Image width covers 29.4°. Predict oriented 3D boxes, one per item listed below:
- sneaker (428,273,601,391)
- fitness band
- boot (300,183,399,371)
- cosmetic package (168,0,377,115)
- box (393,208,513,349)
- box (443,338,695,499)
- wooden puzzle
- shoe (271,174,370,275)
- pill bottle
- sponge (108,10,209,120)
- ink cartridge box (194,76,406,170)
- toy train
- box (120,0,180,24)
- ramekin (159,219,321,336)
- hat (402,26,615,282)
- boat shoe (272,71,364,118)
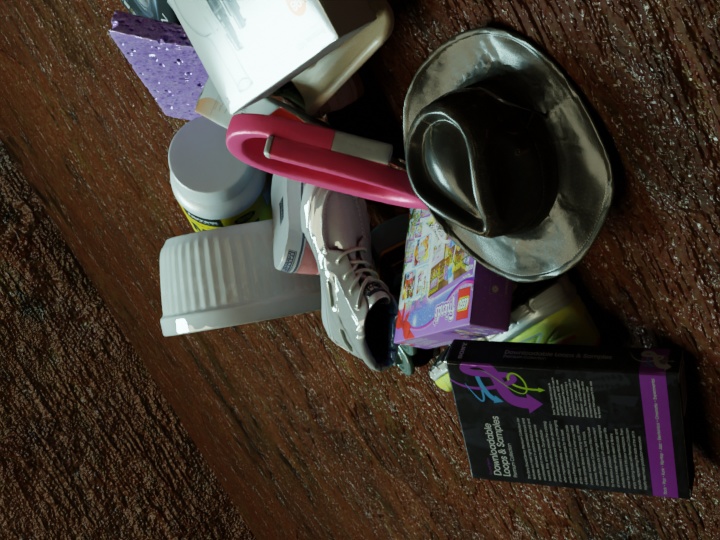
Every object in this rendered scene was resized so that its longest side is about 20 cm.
[{"bbox_3d":[0.138,0.077,1.241,0.090,0.078,0.200,46,141,-6],"label":"sneaker"},{"bbox_3d":[-0.024,-0.094,1.221,0.198,0.038,0.144,16,175,4],"label":"fitness band"},{"bbox_3d":[0.000,0.000,1.336,0.095,0.073,0.202,36,143,50],"label":"boot"},{"bbox_3d":[-0.087,-0.236,1.163,0.199,0.051,0.152,-23,99,56],"label":"cosmetic package"},{"bbox_3d":[0.084,-0.007,1.218,0.200,0.039,0.139,158,121,-72],"label":"box"},{"bbox_3d":[0.179,0.125,1.169,0.198,0.036,0.144,2,129,21],"label":"box"},{"bbox_3d":[-0.051,-0.257,1.196,0.201,0.046,0.185,58,151,1],"label":"wooden puzzle"},{"bbox_3d":[-0.043,-0.071,1.460,0.072,0.090,0.202,118,158,-43],"label":"shoe"},{"bbox_3d":[-0.161,-0.100,1.619,0.114,0.114,0.200,48,172,16],"label":"pill bottle"},{"bbox_3d":[-0.193,-0.217,1.515,0.110,0.030,0.200,12,163,15],"label":"sponge"},{"bbox_3d":[-0.045,-0.120,1.322,0.161,0.051,0.200,20,-169,-41],"label":"ink cartridge box"},{"bbox_3d":[0.053,0.028,1.435,0.115,0.085,0.201,59,167,23],"label":"toy train"},{"bbox_3d":[-0.223,-0.312,1.555,0.201,0.043,0.160,53,162,3],"label":"box"},{"bbox_3d":[-0.131,0.005,1.528,0.200,0.198,0.106,172,88,-70],"label":"ramekin"},{"bbox_3d":[0.091,-0.078,1.039,0.199,0.081,0.203,16,117,35],"label":"hat"},{"bbox_3d":[-0.073,-0.197,1.358,0.200,0.063,0.074,33,153,48],"label":"boat shoe"}]
